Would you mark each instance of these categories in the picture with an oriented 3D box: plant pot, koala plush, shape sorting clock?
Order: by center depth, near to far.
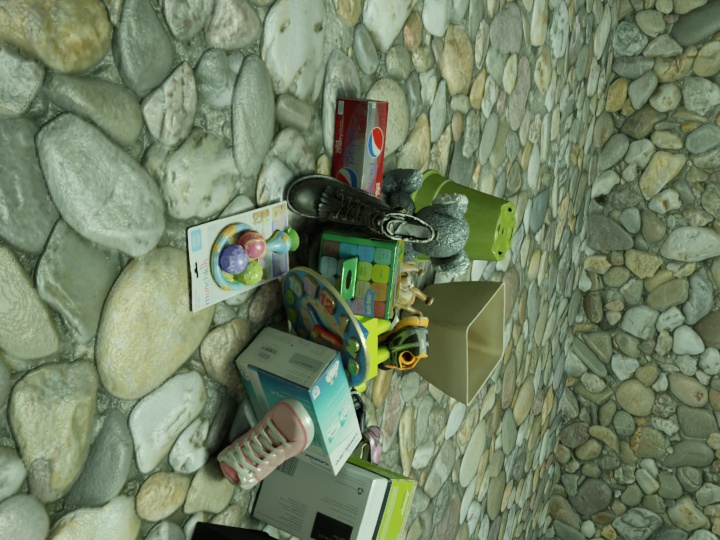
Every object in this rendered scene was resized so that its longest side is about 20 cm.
[{"bbox_3d":[-0.056,0.087,1.042,0.039,0.199,0.203,-28,127,-33],"label":"shape sorting clock"},{"bbox_3d":[0.107,-0.074,1.259,0.183,0.198,0.180,-33,129,-51],"label":"koala plush"},{"bbox_3d":[0.218,-0.097,1.457,0.199,0.188,0.203,-31,128,-51],"label":"plant pot"},{"bbox_3d":[0.196,0.138,1.524,0.200,0.175,0.202,-41,135,-46],"label":"plant pot"}]

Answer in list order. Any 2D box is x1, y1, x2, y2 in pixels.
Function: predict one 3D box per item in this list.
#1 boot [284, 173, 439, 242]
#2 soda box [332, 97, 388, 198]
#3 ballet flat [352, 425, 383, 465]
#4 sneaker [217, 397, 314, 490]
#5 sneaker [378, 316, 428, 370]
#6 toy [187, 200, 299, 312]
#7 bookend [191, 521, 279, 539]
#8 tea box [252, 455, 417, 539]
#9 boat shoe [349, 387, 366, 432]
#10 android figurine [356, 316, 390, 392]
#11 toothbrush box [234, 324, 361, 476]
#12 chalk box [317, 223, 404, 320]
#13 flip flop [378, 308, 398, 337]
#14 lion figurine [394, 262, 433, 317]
[{"bbox_3d":[0.001,-0.089,1.039,0.197,0.174,0.070,7,103,-28],"label":"boot"},{"bbox_3d":[-0.003,-0.182,1.160,0.070,0.063,0.203,-18,117,-56],"label":"soda box"},{"bbox_3d":[0.004,0.418,1.426,0.070,0.069,0.203,3,95,-42],"label":"ballet flat"},{"bbox_3d":[-0.142,0.261,1.009,0.104,0.076,0.200,-32,169,-40],"label":"sneaker"},{"bbox_3d":[0.075,0.159,1.349,0.200,0.077,0.078,123,-38,-57],"label":"sneaker"},{"bbox_3d":[-0.152,-0.021,0.976,0.199,0.047,0.117,-28,123,-55],"label":"toy"},{"bbox_3d":[-0.134,0.466,1.051,0.200,0.196,0.093,46,61,-57],"label":"bookend"},{"bbox_3d":[-0.038,0.389,1.190,0.196,0.198,0.135,35,71,-60],"label":"tea box"},{"bbox_3d":[-0.033,0.185,1.157,0.074,0.092,0.203,-27,125,-36],"label":"boat shoe"},{"bbox_3d":[-0.024,0.152,1.252,0.198,0.041,0.185,-22,121,-39],"label":"android figurine"},{"bbox_3d":[-0.092,0.201,1.074,0.085,0.145,0.202,-49,142,-36],"label":"toothbrush box"},{"bbox_3d":[0.000,0.000,1.111,0.200,0.122,0.127,-55,153,-76],"label":"chalk box"},{"bbox_3d":[0.035,0.075,1.337,0.082,0.057,0.201,-63,148,-24],"label":"flip flop"},{"bbox_3d":[0.074,0.021,1.340,0.122,0.200,0.073,34,102,-20],"label":"lion figurine"}]
